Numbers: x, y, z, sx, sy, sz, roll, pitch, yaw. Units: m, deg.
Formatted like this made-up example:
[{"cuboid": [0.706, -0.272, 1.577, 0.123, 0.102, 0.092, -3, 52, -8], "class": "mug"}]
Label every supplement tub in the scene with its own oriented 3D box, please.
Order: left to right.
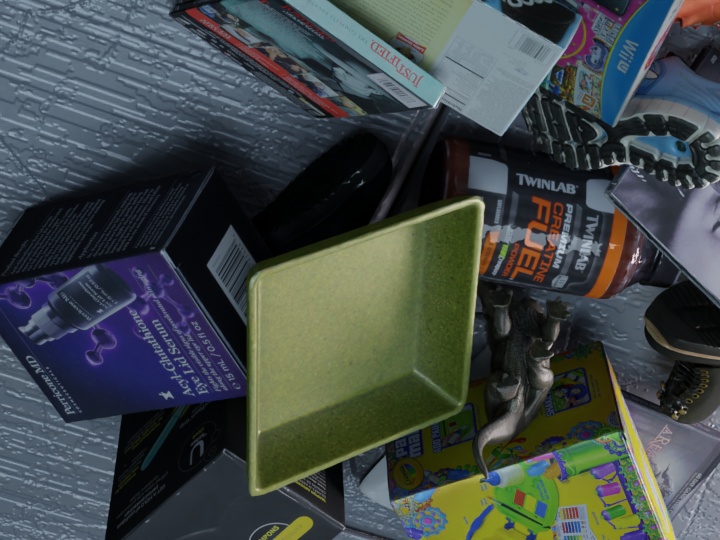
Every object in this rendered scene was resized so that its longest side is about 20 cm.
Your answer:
[{"cuboid": [0.148, -0.037, 1.451, 0.200, 0.107, 0.107, 9, 124, -8], "class": "supplement tub"}]

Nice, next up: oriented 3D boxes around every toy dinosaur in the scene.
[{"cuboid": [0.122, 0.078, 1.458, 0.077, 0.200, 0.102, -1, 148, 2], "class": "toy dinosaur"}]

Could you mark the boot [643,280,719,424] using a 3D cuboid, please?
[{"cuboid": [0.266, 0.080, 1.511, 0.200, 0.077, 0.138, 2, 137, -45], "class": "boot"}]

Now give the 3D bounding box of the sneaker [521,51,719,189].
[{"cuboid": [0.200, -0.119, 1.379, 0.200, 0.090, 0.078, 22, 139, 36], "class": "sneaker"}]

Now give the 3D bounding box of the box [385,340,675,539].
[{"cuboid": [0.143, 0.193, 1.541, 0.192, 0.122, 0.200, -18, 123, 10], "class": "box"}]

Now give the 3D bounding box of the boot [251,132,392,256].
[{"cuboid": [0.000, 0.000, 1.488, 0.168, 0.076, 0.200, 38, 122, -20], "class": "boot"}]

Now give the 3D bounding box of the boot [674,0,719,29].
[{"cuboid": [0.250, -0.198, 1.367, 0.200, 0.075, 0.107, -29, 126, 16], "class": "boot"}]

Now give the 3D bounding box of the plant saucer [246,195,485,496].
[{"cuboid": [-0.008, 0.045, 1.377, 0.200, 0.048, 0.200, -20, 130, -29], "class": "plant saucer"}]

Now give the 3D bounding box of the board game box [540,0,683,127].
[{"cuboid": [0.117, -0.206, 1.269, 0.200, 0.064, 0.148, 30, 148, 7], "class": "board game box"}]

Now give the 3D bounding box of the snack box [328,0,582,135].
[{"cuboid": [0.036, -0.179, 1.267, 0.200, 0.037, 0.116, 30, 149, -3], "class": "snack box"}]

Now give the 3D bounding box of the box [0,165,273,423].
[{"cuboid": [-0.170, 0.022, 1.442, 0.200, 0.104, 0.148, -12, 124, 33], "class": "box"}]

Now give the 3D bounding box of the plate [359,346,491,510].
[{"cuboid": [0.134, 0.178, 1.644, 0.199, 0.032, 0.200, 31, 118, -20], "class": "plate"}]

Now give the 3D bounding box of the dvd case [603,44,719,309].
[{"cuboid": [0.291, -0.050, 1.432, 0.200, 0.016, 0.149, 42, 71, -19], "class": "dvd case"}]

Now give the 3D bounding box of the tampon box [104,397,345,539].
[{"cuboid": [-0.107, 0.153, 1.517, 0.126, 0.200, 0.150, 37, 117, -24], "class": "tampon box"}]

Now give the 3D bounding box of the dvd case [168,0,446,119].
[{"cuboid": [-0.042, -0.155, 1.328, 0.146, 0.200, 0.022, 34, 80, -21], "class": "dvd case"}]

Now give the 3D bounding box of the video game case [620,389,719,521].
[{"cuboid": [0.195, 0.159, 1.604, 0.200, 0.019, 0.143, 23, 120, -16], "class": "video game case"}]
